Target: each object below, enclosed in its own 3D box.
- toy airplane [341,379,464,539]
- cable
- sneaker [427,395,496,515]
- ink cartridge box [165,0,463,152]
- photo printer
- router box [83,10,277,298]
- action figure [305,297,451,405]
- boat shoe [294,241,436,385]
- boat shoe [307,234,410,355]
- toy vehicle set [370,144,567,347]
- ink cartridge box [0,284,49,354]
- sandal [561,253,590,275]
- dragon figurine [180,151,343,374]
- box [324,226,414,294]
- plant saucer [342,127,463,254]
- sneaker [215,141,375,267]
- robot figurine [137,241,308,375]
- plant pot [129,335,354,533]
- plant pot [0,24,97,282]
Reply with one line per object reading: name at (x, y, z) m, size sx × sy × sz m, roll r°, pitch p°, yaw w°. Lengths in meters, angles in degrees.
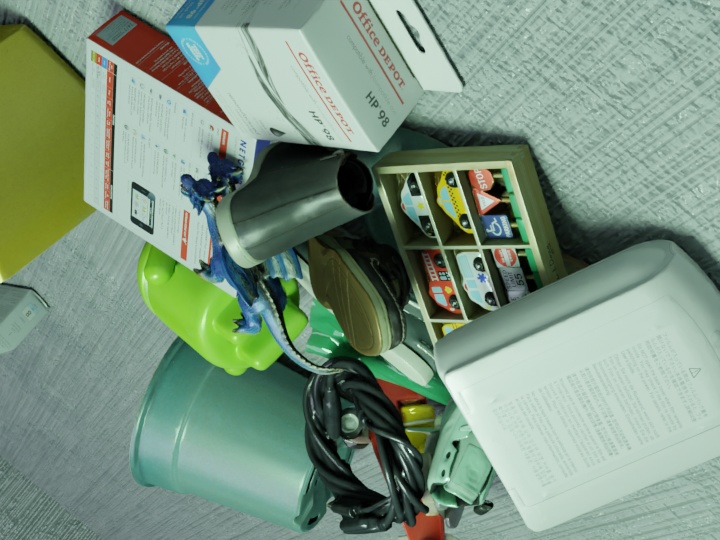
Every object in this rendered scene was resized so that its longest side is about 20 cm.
toy airplane at (0.073, 0.203, 1.533) m, size 0.200 × 0.140 × 0.201 m, roll -116°, pitch 2°, yaw -62°
cable at (0.005, 0.155, 1.430) m, size 0.200 × 0.050 × 0.165 m, roll 150°, pitch 108°, yaw -66°
sneaker at (0.119, 0.134, 1.331) m, size 0.073 × 0.119 × 0.201 m, roll 24°, pitch 145°, yaw -9°
ink cartridge box at (-0.035, -0.152, 1.133) m, size 0.199 × 0.067 × 0.116 m, roll 10°, pitch 144°, yaw 48°
photo printer at (0.174, 0.079, 1.122) m, size 0.167 × 0.198 × 0.070 m, roll 58°, pitch -165°, yaw -23°
router box at (-0.156, -0.097, 1.372) m, size 0.179 × 0.049 × 0.201 m, roll 32°, pitch 141°, yaw 16°
action figure at (0.048, 0.079, 1.454) m, size 0.198 × 0.055 × 0.119 m, roll 26°, pitch 153°, yaw 12°
boat shoe at (0.001, 0.013, 1.345) m, size 0.200 × 0.062 × 0.073 m, roll 41°, pitch 171°, yaw 21°
boat shoe at (0.007, 0.008, 1.219) m, size 0.200 × 0.064 × 0.074 m, roll -130°, pitch 31°, yaw -66°
toy vehicle set at (0.094, 0.004, 1.178) m, size 0.123 × 0.027 × 0.202 m, roll -1°, pitch 120°, yaw 38°
ink cartridge box at (-0.535, 0.105, 2.170) m, size 0.159 × 0.201 × 0.047 m, roll 7°, pitch 142°, yaw 51°
sandal at (0.191, 0.085, 1.227) m, size 0.077 × 0.070 × 0.212 m, roll 8°, pitch 144°, yaw 48°
dragon figurine at (-0.085, 0.002, 1.286) m, size 0.201 × 0.059 × 0.100 m, roll 56°, pitch 158°, yaw 13°
box at (0.000, 0.000, 1.396) m, size 0.199 × 0.039 × 0.042 m, roll 30°, pitch 156°, yaw 19°
plant saucer at (0.058, -0.030, 1.257) m, size 0.200 × 0.039 × 0.202 m, roll 32°, pitch 157°, yaw 15°
sneaker at (-0.029, -0.063, 1.218) m, size 0.105 × 0.200 × 0.075 m, roll -19°, pitch 106°, yaw 20°
robot figurine at (-0.136, 0.017, 1.508) m, size 0.200 × 0.116 × 0.176 m, roll 34°, pitch 168°, yaw 45°
plant pot at (-0.117, 0.179, 1.726) m, size 0.194 × 0.201 × 0.201 m, roll 22°, pitch 153°, yaw 16°
plant pot at (-0.358, -0.126, 1.522) m, size 0.199 × 0.200 × 0.178 m, roll 9°, pitch 132°, yaw 49°
